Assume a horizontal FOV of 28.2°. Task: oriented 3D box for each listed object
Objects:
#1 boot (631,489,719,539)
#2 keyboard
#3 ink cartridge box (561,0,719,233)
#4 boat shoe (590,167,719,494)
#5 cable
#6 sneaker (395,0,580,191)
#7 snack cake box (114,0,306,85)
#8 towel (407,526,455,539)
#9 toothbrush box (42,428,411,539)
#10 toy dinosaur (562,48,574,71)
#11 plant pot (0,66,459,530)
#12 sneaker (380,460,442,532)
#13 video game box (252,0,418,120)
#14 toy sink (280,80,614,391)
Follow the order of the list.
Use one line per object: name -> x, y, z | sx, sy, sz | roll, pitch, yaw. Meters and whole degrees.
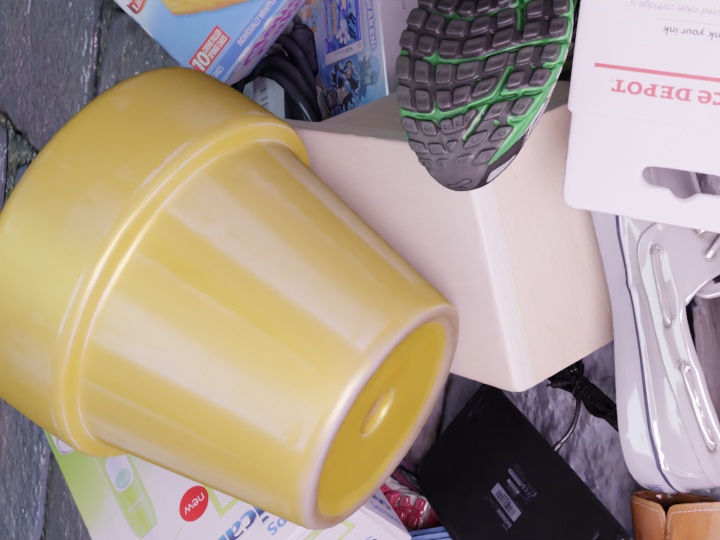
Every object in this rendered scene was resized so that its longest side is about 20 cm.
boot -> 0.184, 0.183, 0.653 | 0.199, 0.073, 0.157 | -2, 85, 56
keyboard -> 0.099, 0.109, 0.765 | 0.127, 0.021, 0.200 | -51, 25, 5
ink cartridge box -> 0.161, -0.122, 0.633 | 0.115, 0.067, 0.203 | 11, 103, 23
boat shoe -> 0.157, 0.005, 0.691 | 0.065, 0.072, 0.203 | -10, 78, 43
cable -> -0.076, -0.079, 1.010 | 0.200, 0.050, 0.165 | -42, 63, 47
sneaker -> 0.077, -0.112, 0.677 | 0.077, 0.086, 0.201 | 5, 52, 26
snack cake box -> -0.065, -0.223, 0.880 | 0.115, 0.067, 0.200 | 42, 118, 0
towel -> 0.043, 0.204, 0.819 | 0.198, 0.048, 0.113 | -13, 82, 27
toothbrush box -> -0.085, 0.125, 0.853 | 0.145, 0.086, 0.200 | -43, 48, 7
toy dinosaur -> 0.111, -0.146, 0.785 | 0.199, 0.047, 0.089 | -1, 94, 54
plant pot -> -0.061, 0.027, 0.727 | 0.188, 0.200, 0.202 | 31, 122, 20
sneaker -> 0.030, 0.161, 0.902 | 0.200, 0.074, 0.081 | 42, 106, 31
video game box -> -0.021, -0.191, 0.990 | 0.182, 0.046, 0.203 | -15, 79, 60
toy sink -> 0.050, -0.032, 0.792 | 0.199, 0.111, 0.132 | 13, 122, 54
